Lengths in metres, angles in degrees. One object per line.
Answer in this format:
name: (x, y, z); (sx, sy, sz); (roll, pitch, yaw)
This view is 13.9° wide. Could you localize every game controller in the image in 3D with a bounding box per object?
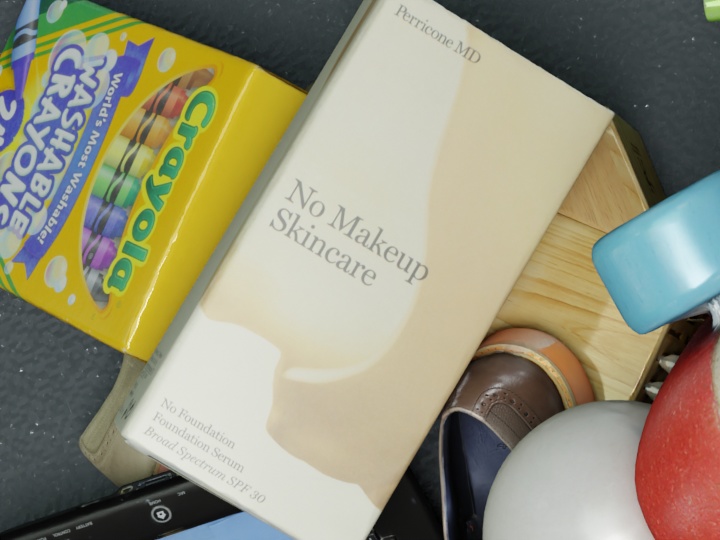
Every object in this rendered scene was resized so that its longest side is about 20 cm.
game controller: (-0.062, 0.125, 1.206); (0.199, 0.104, 0.042); (-20, 39, 15)

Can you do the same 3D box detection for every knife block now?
knife block: (0.093, 0.035, 1.178); (0.200, 0.064, 0.176); (-23, 75, 14)

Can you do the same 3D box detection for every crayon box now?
crayon box: (-0.091, -0.035, 1.210); (0.200, 0.052, 0.126); (23, 88, 47)

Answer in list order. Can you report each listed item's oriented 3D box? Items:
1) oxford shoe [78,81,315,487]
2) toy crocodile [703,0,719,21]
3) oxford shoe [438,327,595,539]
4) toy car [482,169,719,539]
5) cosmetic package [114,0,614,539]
oxford shoe: (-0.059, 0.004, 1.232); (0.075, 0.070, 0.200); (26, 90, 24)
toy crocodile: (0.154, -0.200, 1.193); (0.067, 0.062, 0.201); (0, 83, 19)
oxford shoe: (0.064, 0.128, 1.142); (0.071, 0.073, 0.201); (-7, 106, 30)
toy car: (0.118, 0.077, 1.040); (0.200, 0.177, 0.185); (-31, 87, 34)
cosmetic package: (0.000, 0.000, 1.117); (0.105, 0.071, 0.200); (30, 88, -7)
